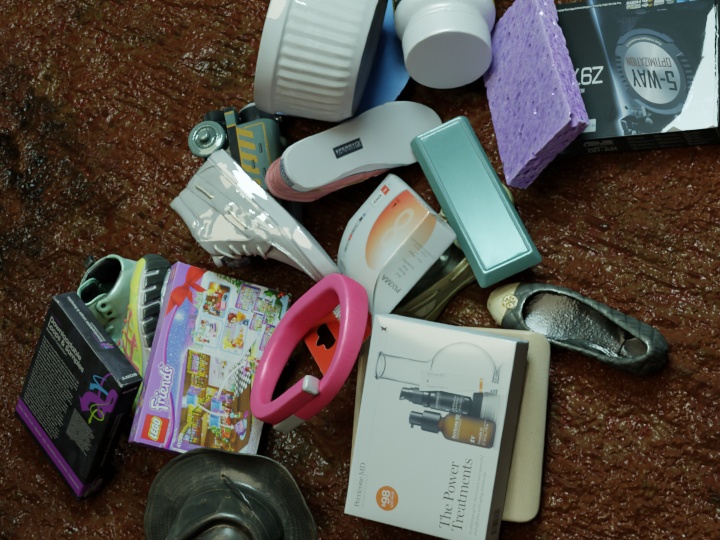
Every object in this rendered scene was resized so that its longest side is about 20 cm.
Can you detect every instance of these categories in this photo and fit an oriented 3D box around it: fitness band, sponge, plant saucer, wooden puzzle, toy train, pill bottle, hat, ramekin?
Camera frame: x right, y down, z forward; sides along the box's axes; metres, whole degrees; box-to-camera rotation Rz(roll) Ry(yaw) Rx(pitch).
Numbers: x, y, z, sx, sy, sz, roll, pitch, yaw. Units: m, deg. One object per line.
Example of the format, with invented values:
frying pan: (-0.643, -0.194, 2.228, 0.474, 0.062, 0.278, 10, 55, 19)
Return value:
fitness band: (-0.056, 0.084, 1.416, 0.200, 0.037, 0.145, -38, 35, 50)
sponge: (0.176, -0.194, 1.433, 0.112, 0.030, 0.202, -49, 38, 42)
plant saucer: (0.118, -0.078, 1.437, 0.069, 0.019, 0.201, -24, 59, -1)
wooden puzzle: (0.092, 0.151, 1.396, 0.198, 0.046, 0.188, 3, 86, 21)
toy train: (-0.130, -0.102, 1.582, 0.113, 0.085, 0.202, -14, 65, 8)
pill bottle: (0.089, -0.307, 1.503, 0.113, 0.114, 0.202, -16, 56, 20)
hat: (-0.148, 0.283, 1.421, 0.198, 0.081, 0.203, 4, 104, 18)
ramekin: (-0.037, -0.255, 1.472, 0.104, 0.200, 0.202, 16, 80, 3)

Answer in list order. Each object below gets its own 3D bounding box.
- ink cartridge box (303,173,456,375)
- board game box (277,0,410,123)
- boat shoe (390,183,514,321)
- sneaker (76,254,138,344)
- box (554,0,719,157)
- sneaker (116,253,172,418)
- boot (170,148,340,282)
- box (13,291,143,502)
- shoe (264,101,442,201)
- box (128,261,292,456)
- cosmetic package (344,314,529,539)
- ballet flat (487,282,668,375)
ink cartridge box: (0.000, 0.000, 1.453, 0.200, 0.050, 0.162, -46, 23, 3)
board game box: (-0.019, -0.240, 1.593, 0.198, 0.039, 0.160, 11, 77, 28)
boat shoe: (0.086, -0.015, 1.454, 0.201, 0.063, 0.073, -48, 60, 4)
sneaker: (-0.314, 0.068, 1.587, 0.073, 0.118, 0.202, 33, 90, 29)
box: (0.280, -0.206, 1.436, 0.198, 0.043, 0.162, -2, 72, 25)
sneaker: (-0.247, 0.082, 1.551, 0.089, 0.078, 0.203, 3, 96, 35)
boot: (-0.117, -0.034, 1.488, 0.096, 0.074, 0.200, -46, 71, 1)
box: (-0.320, 0.143, 1.546, 0.143, 0.036, 0.201, 47, 132, 24)
shoe: (-0.010, -0.131, 1.521, 0.198, 0.091, 0.072, -20, 90, -23)
box: (-0.163, 0.106, 1.501, 0.039, 0.135, 0.202, 157, 128, -68)
cosmetic package: (0.074, 0.154, 1.346, 0.149, 0.052, 0.203, 9, 92, 24)
ballet flat: (0.215, 0.050, 1.374, 0.198, 0.057, 0.067, 18, 80, 29)
